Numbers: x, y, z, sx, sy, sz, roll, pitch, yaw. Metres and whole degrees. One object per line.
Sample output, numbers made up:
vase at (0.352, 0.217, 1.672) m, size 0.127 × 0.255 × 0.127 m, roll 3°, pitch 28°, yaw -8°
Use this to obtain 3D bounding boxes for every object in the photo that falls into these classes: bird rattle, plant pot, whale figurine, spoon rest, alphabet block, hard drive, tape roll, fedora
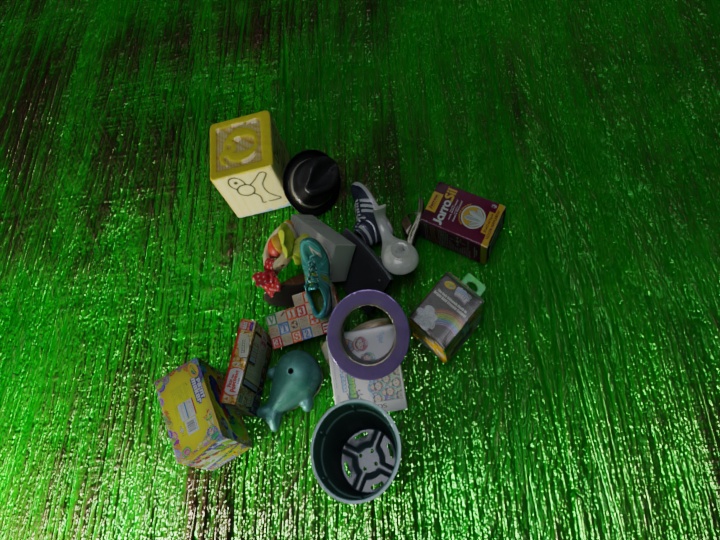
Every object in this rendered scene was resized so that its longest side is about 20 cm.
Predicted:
bird rattle at (-0.210, -0.040, 1.427) m, size 0.201 × 0.110 × 0.166 m, roll -50°, pitch 36°, yaw 29°
plant pot at (0.003, 0.411, 1.200) m, size 0.192 × 0.197 × 0.208 m, roll -4°, pitch 65°, yaw 8°
whale figurine at (-0.182, 0.293, 1.341) m, size 0.157 × 0.104 × 0.202 m, roll 35°, pitch 77°, yaw 22°
spoon rest at (0.085, -0.074, 1.409) m, size 0.096 × 0.061 × 0.205 m, roll -17°, pitch 62°, yaw -9°
alphabet block at (-0.315, -0.305, 1.576) m, size 0.187 × 0.201 × 0.203 m, roll -13°, pitch 64°, yaw 5°
hard drive at (0.000, 0.000, 1.431) m, size 0.201 × 0.042 × 0.137 m, roll 48°, pitch 121°, yaw 28°
tape roll at (0.020, 0.149, 1.273) m, size 0.191 × 0.085 × 0.209 m, roll 0°, pitch 88°, yaw 5°
fedora at (-0.124, -0.259, 1.529) m, size 0.194 × 0.091 × 0.210 m, roll 6°, pitch 77°, yaw -28°

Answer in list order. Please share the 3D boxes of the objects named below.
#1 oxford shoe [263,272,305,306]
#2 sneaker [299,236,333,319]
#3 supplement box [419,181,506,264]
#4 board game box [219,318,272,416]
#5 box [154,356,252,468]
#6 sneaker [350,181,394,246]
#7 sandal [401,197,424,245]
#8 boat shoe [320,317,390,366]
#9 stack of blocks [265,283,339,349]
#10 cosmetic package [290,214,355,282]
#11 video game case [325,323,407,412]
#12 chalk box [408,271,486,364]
oxford shoe at (-0.172, 0.045, 1.481) m, size 0.192 × 0.073 × 0.072 m, roll -15°, pitch 34°, yaw 7°
sneaker at (-0.108, 0.019, 1.329) m, size 0.075 × 0.080 × 0.208 m, roll -12°, pitch 94°, yaw 14°
supplement box at (0.271, -0.128, 1.433) m, size 0.195 × 0.104 × 0.134 m, roll 23°, pitch 73°, yaw 20°
board game box at (-0.279, 0.246, 1.356) m, size 0.044 × 0.153 × 0.207 m, roll 5°, pitch 67°, yaw 13°
box at (-0.377, 0.351, 1.306) m, size 0.119 × 0.194 × 0.204 m, roll -27°, pitch 64°, yaw -2°
sneaker at (0.000, -0.154, 1.508) m, size 0.106 × 0.071 × 0.203 m, roll -27°, pitch 66°, yaw -17°
sandal at (0.132, -0.111, 1.465) m, size 0.055 × 0.080 × 0.207 m, roll 17°, pitch 71°, yaw 13°
boat shoe at (-0.004, 0.185, 1.374) m, size 0.194 × 0.074 × 0.071 m, roll -26°, pitch 67°, yaw 8°
stack of blocks at (-0.147, 0.119, 1.412) m, size 0.193 × 0.059 × 0.120 m, roll -17°, pitch 88°, yaw 4°
cosmetic package at (-0.113, -0.062, 1.445) m, size 0.198 × 0.083 × 0.111 m, roll 36°, pitch 116°, yaw 36°
video game case at (0.015, 0.248, 1.322) m, size 0.174 × 0.024 × 0.209 m, roll -9°, pitch 86°, yaw 4°
chalk box at (0.227, 0.101, 1.332) m, size 0.124 × 0.125 × 0.200 m, roll 39°, pitch 77°, yaw 25°
